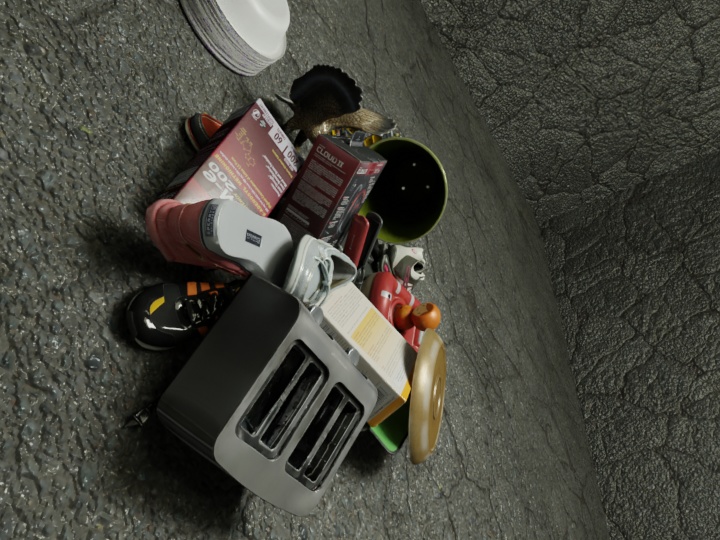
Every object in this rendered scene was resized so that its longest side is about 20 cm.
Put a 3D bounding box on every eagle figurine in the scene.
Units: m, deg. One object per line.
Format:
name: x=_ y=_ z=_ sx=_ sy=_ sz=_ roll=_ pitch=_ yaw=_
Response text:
eagle figurine: x=-0.058 y=-0.248 z=0.926 sx=0.152 sy=0.197 sz=0.153 roll=55 pitch=26 yaw=-19

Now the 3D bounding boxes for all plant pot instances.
plant pot: x=0.106 y=0.190 z=0.861 sx=0.200 sy=0.027 sz=0.205 roll=4 pitch=90 yaw=-73
plant pot: x=0.091 y=-0.168 z=1.109 sx=0.190 sy=0.184 sz=0.200 roll=64 pitch=21 yaw=-7

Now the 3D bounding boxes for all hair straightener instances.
hair straightener: x=0.000 y=0.000 z=0.919 sx=0.076 sy=0.041 sz=0.204 roll=-16 pitch=127 yaw=-47

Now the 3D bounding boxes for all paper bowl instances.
paper bowl: x=-0.192 y=-0.433 z=0.922 sx=0.200 sy=0.103 sz=0.204 roll=42 pitch=37 yaw=-43

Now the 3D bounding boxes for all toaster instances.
toaster: x=-0.095 y=0.135 z=0.591 sx=0.202 sy=0.117 sz=0.182 roll=-55 pitch=133 yaw=-21

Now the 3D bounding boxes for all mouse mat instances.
mouse mat: x=0.010 y=0.162 z=0.853 sx=0.200 sy=0.008 sz=0.161 roll=48 pitch=27 yaw=6

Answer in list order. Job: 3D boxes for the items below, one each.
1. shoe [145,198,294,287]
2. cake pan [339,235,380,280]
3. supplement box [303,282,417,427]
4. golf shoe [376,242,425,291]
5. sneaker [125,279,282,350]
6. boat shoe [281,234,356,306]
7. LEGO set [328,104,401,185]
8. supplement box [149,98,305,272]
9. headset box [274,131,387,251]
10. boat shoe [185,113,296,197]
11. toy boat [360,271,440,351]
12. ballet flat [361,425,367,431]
shoe: x=-0.147 y=-0.031 z=0.629 sx=0.200 sy=0.089 sz=0.073 roll=38 pitch=59 yaw=-70
cake pan: x=-0.021 y=-0.064 z=1.051 sx=0.200 sy=0.036 sz=0.203 roll=44 pitch=35 yaw=-42
supplement box: x=-0.012 y=0.103 z=0.814 sx=0.200 sy=0.073 sz=0.126 roll=47 pitch=26 yaw=-1
golf shoe: x=0.088 y=0.017 z=1.111 sx=0.201 sy=0.086 sz=0.079 roll=67 pitch=21 yaw=-61
sneaker: x=-0.163 y=0.037 z=0.634 sx=0.199 sy=0.089 sz=0.071 roll=1 pitch=69 yaw=-63
boat shoe: x=-0.048 y=0.002 z=0.703 sx=0.202 sy=0.064 sz=0.076 roll=-25 pitch=137 yaw=-82
LEGO set: x=0.032 y=-0.249 z=1.203 sx=0.199 sy=0.114 sz=0.157 roll=36 pitch=40 yaw=-48
supplement box: x=-0.161 y=-0.110 z=0.720 sx=0.109 sy=0.060 sz=0.202 roll=51 pitch=49 yaw=-31
headset box: x=-0.044 y=-0.110 z=0.835 sx=0.074 sy=0.202 sz=0.148 roll=33 pitch=19 yaw=8
boat shoe: x=-0.163 y=-0.166 z=0.821 sx=0.199 sy=0.062 sz=0.073 roll=36 pitch=42 yaw=-47
toy boat: x=0.082 y=0.083 z=1.014 sx=0.200 sy=0.129 sz=0.133 roll=40 pitch=53 yaw=-45
ballet flat: x=0.005 y=0.204 z=0.867 sx=0.199 sy=0.068 sz=0.071 roll=-22 pitch=90 yaw=-62
